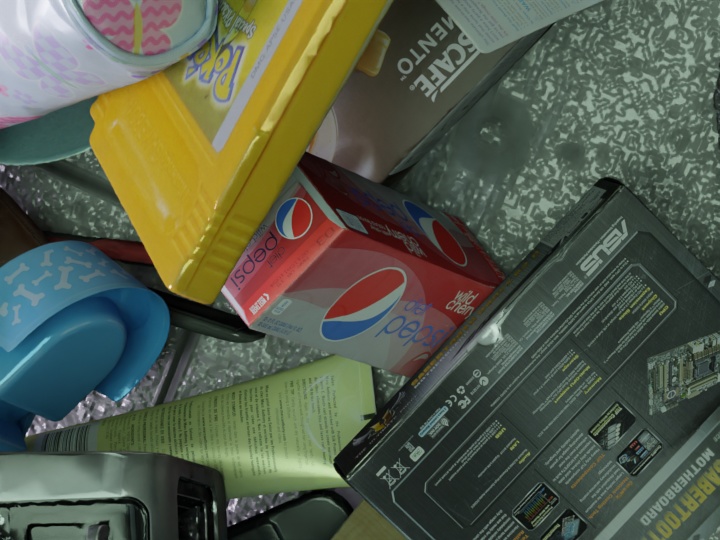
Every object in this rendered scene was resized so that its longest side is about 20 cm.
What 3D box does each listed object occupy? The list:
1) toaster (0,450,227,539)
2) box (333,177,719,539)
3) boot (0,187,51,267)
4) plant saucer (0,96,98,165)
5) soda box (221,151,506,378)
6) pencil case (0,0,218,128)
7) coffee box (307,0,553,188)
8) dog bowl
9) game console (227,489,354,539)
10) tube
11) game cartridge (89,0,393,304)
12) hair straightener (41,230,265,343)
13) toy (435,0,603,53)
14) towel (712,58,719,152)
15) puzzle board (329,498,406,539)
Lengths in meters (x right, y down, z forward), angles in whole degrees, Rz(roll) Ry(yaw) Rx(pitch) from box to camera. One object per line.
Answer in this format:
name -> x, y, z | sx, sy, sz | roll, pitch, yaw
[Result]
toaster -> -0.134, 0.184, 1.177 | 0.118, 0.200, 0.181 | -2, 81, 7
box -> 0.111, 0.079, 1.186 | 0.158, 0.048, 0.200 | 43, 89, -11
boot -> -0.277, -0.016, 1.281 | 0.186, 0.064, 0.200 | -39, 77, 11
plant saucer -> -0.166, -0.152, 1.258 | 0.200, 0.039, 0.202 | -2, 83, 16
soda box -> 0.000, 0.000, 1.164 | 0.070, 0.200, 0.063 | -45, 63, 13
pencil case -> -0.148, -0.122, 1.126 | 0.091, 0.200, 0.083 | 44, 63, -24
coffee box -> -0.008, -0.097, 1.219 | 0.200, 0.080, 0.114 | -44, 85, 13
dog bowl -> -0.189, 0.064, 1.226 | 0.200, 0.111, 0.050 | -44, 63, 6
game console -> -0.068, 0.239, 1.249 | 0.200, 0.116, 0.176 | -24, 100, 14
tube -> -0.085, 0.096, 1.275 | 0.199, 0.052, 0.058 | -13, 110, 13
game cartridge -> -0.053, -0.109, 1.082 | 0.032, 0.176, 0.200 | 24, 107, -30
hair straightener -> -0.145, 0.019, 1.283 | 0.199, 0.041, 0.077 | 8, 98, 12
toy -> 0.088, -0.166, 1.149 | 0.115, 0.200, 0.047 | 51, 146, 17
towel -> 0.258, -0.015, 1.139 | 0.165, 0.086, 0.201 | -6, 94, -16
puzzle board -> 0.067, 0.194, 1.227 | 0.200, 0.017, 0.151 | 38, 65, 7
